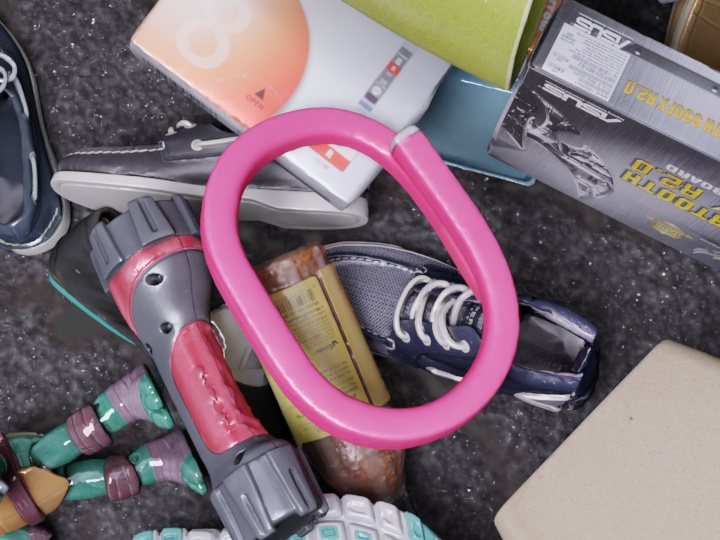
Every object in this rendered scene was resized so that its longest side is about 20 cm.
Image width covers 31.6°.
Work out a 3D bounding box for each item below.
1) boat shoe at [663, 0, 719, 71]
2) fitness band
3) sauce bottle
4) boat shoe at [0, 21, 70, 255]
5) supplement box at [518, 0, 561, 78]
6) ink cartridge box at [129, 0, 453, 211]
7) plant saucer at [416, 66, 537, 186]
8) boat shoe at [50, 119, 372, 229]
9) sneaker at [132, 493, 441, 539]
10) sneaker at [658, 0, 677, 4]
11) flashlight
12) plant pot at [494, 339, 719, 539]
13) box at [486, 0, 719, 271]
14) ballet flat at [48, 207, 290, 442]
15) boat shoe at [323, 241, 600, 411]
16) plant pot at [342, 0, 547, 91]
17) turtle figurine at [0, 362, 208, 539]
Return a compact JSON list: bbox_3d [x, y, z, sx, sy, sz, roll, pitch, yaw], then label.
[{"bbox_3d":[0.242,-0.206,0.816,0.074,0.069,0.200,19,101,-24],"label":"boat shoe"},{"bbox_3d":[0.000,0.000,0.691,0.143,0.037,0.200,-30,78,-17],"label":"fitness band"},{"bbox_3d":[-0.013,0.084,0.753,0.066,0.066,0.200,-22,92,-2],"label":"sauce bottle"},{"bbox_3d":[-0.249,-0.105,0.825,0.075,0.062,0.200,-20,76,1],"label":"boat shoe"},{"bbox_3d":[0.038,-0.186,0.826,0.200,0.069,0.067,19,82,5],"label":"supplement box"},{"bbox_3d":[-0.013,-0.161,0.757,0.162,0.050,0.200,37,89,-2],"label":"ink cartridge box"},{"bbox_3d":[0.025,-0.110,0.834,0.200,0.019,0.070,15,79,7],"label":"plant saucer"},{"bbox_3d":[-0.092,-0.065,0.802,0.199,0.074,0.060,3,77,1],"label":"boat shoe"},{"bbox_3d":[-0.043,0.177,0.734,0.199,0.091,0.078,-5,68,11],"label":"sneaker"},{"bbox_3d":[0.138,-0.228,0.809,0.114,0.076,0.200,-16,50,8],"label":"sneaker"},{"bbox_3d":[-0.082,0.054,0.698,0.068,0.068,0.200,-32,68,4],"label":"flashlight"},{"bbox_3d":[0.185,0.157,0.686,0.200,0.200,0.177,-45,66,-7],"label":"plant pot"},{"bbox_3d":[0.180,-0.066,0.734,0.200,0.158,0.048,27,78,2],"label":"box"},{"bbox_3d":[-0.109,0.034,0.777,0.200,0.068,0.068,39,108,10],"label":"ballet flat"},{"bbox_3d":[0.052,0.025,0.763,0.200,0.093,0.075,17,79,7],"label":"boat shoe"},{"bbox_3d":[0.017,-0.217,0.688,0.200,0.187,0.188,19,79,6],"label":"plant pot"},{"bbox_3d":[-0.196,0.135,0.738,0.200,0.150,0.101,-27,60,-8],"label":"turtle figurine"}]
